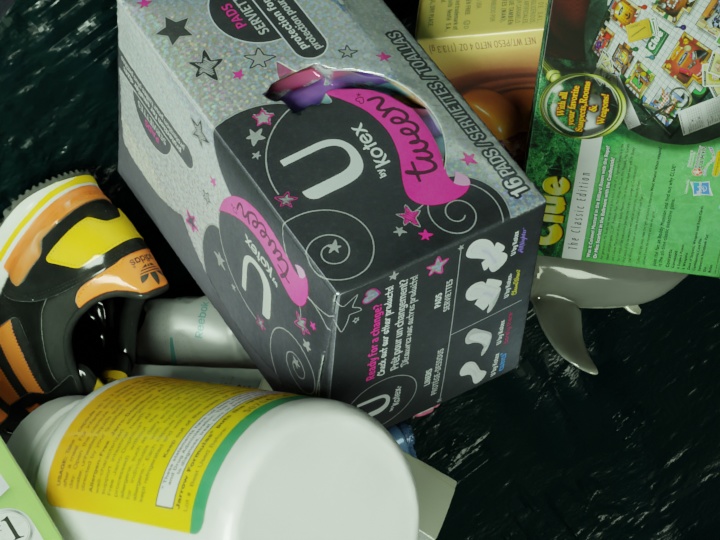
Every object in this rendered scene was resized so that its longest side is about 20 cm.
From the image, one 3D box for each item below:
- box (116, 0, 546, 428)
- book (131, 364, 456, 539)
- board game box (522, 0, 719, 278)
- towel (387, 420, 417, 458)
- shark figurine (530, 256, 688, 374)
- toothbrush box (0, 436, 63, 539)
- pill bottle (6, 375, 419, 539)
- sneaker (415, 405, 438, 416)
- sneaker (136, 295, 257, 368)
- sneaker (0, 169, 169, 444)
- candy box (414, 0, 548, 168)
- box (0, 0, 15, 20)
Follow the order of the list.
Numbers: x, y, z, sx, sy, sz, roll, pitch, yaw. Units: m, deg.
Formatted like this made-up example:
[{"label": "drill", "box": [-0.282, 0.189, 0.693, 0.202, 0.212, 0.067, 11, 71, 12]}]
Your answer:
[{"label": "box", "box": [-0.020, -0.040, 1.323, 0.114, 0.200, 0.132, -25, 148, -21]}, {"label": "book", "box": [-0.066, 0.089, 1.446, 0.133, 0.200, 0.048, 35, 69, -34]}, {"label": "board game box", "box": [0.131, -0.077, 1.323, 0.104, 0.024, 0.200, 6, 136, -1]}, {"label": "towel", "box": [-0.056, 0.151, 1.708, 0.200, 0.049, 0.112, -31, 150, -12]}, {"label": "shark figurine", "box": [0.152, -0.021, 1.603, 0.214, 0.128, 0.090, -8, 142, -40]}, {"label": "toothbrush box", "box": [-0.237, 0.105, 1.297, 0.145, 0.200, 0.086, -23, 148, -22]}, {"label": "pill bottle", "box": [-0.076, 0.106, 1.290, 0.113, 0.200, 0.113, -2, 94, -39]}, {"label": "sneaker", "box": [0.000, 0.000, 1.449, 0.081, 0.200, 0.088, -2, 124, -5]}, {"label": "sneaker", "box": [-0.076, 0.049, 1.535, 0.080, 0.071, 0.200, 6, 161, 3]}, {"label": "sneaker", "box": [-0.156, 0.050, 1.406, 0.070, 0.090, 0.200, -20, 147, -47]}, {"label": "candy box", "box": [0.135, -0.093, 1.363, 0.199, 0.057, 0.117, -3, 135, 12]}, {"label": "box", "box": [-0.194, -0.184, 0.939, 0.148, 0.200, 0.104, 3, 132, -50]}]
